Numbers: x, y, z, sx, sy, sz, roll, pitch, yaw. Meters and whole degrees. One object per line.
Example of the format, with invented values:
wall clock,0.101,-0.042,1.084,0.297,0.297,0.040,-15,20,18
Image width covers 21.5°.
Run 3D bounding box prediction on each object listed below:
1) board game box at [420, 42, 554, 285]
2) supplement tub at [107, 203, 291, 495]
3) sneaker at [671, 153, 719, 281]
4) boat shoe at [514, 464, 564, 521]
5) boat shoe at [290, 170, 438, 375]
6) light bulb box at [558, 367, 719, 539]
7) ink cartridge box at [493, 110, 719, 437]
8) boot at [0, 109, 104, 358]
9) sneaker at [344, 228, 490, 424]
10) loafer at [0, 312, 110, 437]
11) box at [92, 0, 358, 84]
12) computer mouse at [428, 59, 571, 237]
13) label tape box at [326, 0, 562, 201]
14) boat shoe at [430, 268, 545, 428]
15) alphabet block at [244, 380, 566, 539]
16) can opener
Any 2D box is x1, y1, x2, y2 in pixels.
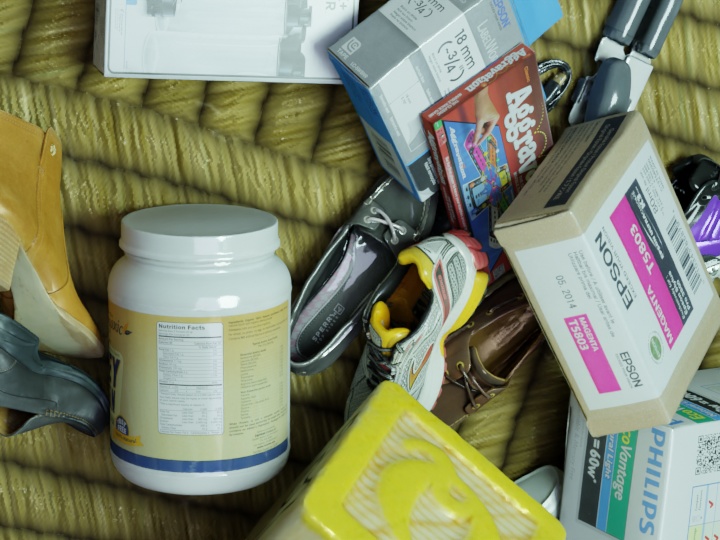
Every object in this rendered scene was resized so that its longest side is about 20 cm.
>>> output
board game box,0.111,-0.078,1.512,0.103,0.019,0.201,-37,140,-16
supplement tub,-0.124,0.058,1.468,0.143,0.144,0.202,-3,104,-15
sneaker,0.313,-0.057,1.607,0.199,0.070,0.100,-24,106,-10
boat shoe,0.096,0.230,1.611,0.200,0.075,0.069,-41,116,-2
boat shoe,0.000,0.000,1.528,0.067,0.057,0.201,34,93,4
light bulb box,0.277,0.197,1.597,0.199,0.124,0.200,-4,104,-37
ink cartridge box,0.202,0.002,1.495,0.075,0.165,0.201,-12,115,35
boot,-0.241,-0.027,1.449,0.070,0.201,0.145,-2,65,21
sneaker,0.027,0.055,1.515,0.082,0.078,0.201,-7,126,-48
loafer,-0.258,0.092,1.438,0.200,0.072,0.073,44,66,-53
box,-0.102,-0.206,1.455,0.198,0.060,0.118,1,103,-17
computer mouse,0.115,-0.088,1.561,0.058,0.034,0.201,30,93,-20
label tape box,0.086,-0.171,1.477,0.200,0.063,0.145,-39,141,-8
boat shoe,0.087,0.079,1.575,0.200,0.068,0.072,-45,111,-2
alphabet block,0.009,0.246,1.467,0.196,0.196,0.200,39,126,-2
can opener,0.233,-0.194,1.551,0.053,0.067,0.201,21,99,-20
